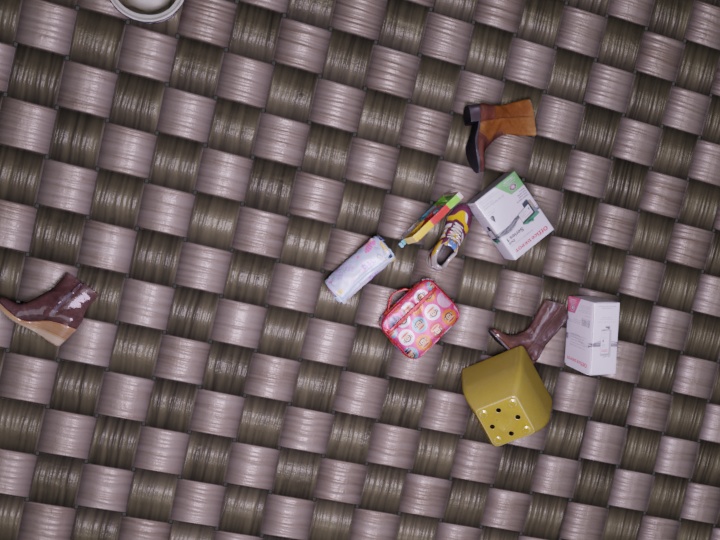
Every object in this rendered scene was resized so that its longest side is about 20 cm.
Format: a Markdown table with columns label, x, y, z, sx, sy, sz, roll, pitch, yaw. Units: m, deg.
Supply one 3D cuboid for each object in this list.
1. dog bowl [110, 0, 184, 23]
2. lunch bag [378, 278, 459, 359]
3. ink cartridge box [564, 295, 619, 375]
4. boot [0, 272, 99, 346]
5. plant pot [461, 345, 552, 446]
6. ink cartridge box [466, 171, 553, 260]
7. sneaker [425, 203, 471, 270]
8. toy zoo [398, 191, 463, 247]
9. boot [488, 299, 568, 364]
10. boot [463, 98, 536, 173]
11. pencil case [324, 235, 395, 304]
| label | x | y | z | sx | sy | sz | roll | pitch | yaw |
| --- | --- | --- | --- | --- | --- | --- | --- | --- | --- |
| dog bowl | -0.523 | -0.704 | 1.574 | 0.199 | 0.074 | 0.201 | -1 | 95 | -9 |
| lunch bag | 0.152 | 0.122 | 1.747 | 0.200 | 0.082 | 0.176 | -44 | 96 | -5 |
| ink cartridge box | 0.646 | 0.178 | 1.790 | 0.082 | 0.147 | 0.201 | 1 | 95 | -10 |
| boot | -0.788 | 0.075 | 1.613 | 0.200 | 0.072 | 0.167 | 33 | 77 | -9 |
| plant pot | 0.388 | 0.354 | 1.707 | 0.194 | 0.200 | 0.196 | -27 | 98 | 20 |
| ink cartridge box | 0.412 | -0.149 | 1.758 | 0.146 | 0.084 | 0.200 | -38 | 99 | -3 |
| sneaker | 0.252 | -0.088 | 1.736 | 0.075 | 0.090 | 0.201 | 26 | 91 | -10 |
| toy zoo | 0.178 | -0.132 | 1.700 | 0.200 | 0.131 | 0.020 | -44 | 100 | -4 |
| boot | 0.479 | 0.148 | 1.803 | 0.186 | 0.064 | 0.200 | 36 | 92 | -23 |
| boot | 0.388 | -0.370 | 1.761 | 0.199 | 0.068 | 0.189 | -7 | 88 | -15 |
| pencil case | 0.000 | 0.000 | 1.705 | 0.200 | 0.091 | 0.083 | -40 | 139 | -2 |
